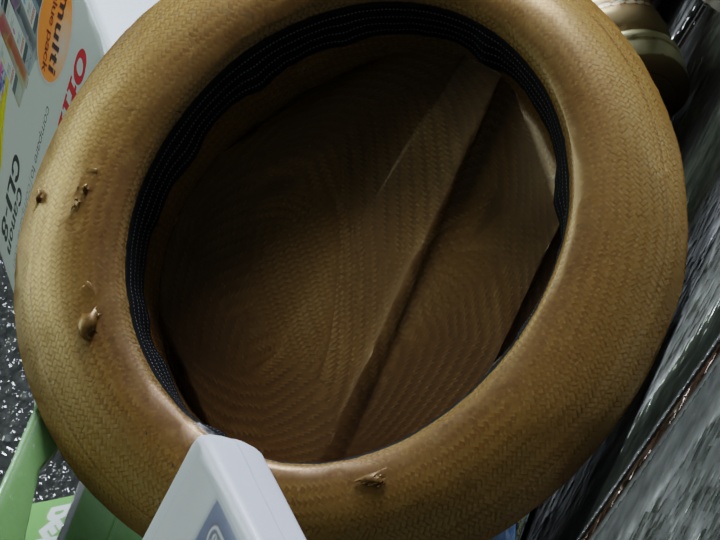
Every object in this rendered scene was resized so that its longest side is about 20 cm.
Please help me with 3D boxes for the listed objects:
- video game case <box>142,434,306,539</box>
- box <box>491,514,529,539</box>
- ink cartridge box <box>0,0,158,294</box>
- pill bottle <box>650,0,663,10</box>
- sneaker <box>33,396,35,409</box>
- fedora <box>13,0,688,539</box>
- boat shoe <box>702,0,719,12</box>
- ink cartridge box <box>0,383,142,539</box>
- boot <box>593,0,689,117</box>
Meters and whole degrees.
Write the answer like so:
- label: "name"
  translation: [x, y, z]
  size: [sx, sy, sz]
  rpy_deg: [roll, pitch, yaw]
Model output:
- label: "video game case"
  translation: [-0.045, 0.164, 0.609]
  size: [0.183, 0.023, 0.200]
  rpy_deg: [-61, 30, 17]
- label: "box"
  translation: [0.011, 0.099, 0.868]
  size: [0.137, 0.037, 0.200]
  rpy_deg: [-66, 4, -39]
- label: "ink cartridge box"
  translation: [-0.074, -0.080, 1.062]
  size: [0.201, 0.144, 0.146]
  rpy_deg: [-117, 37, -47]
- label: "pill bottle"
  translation: [0.064, -0.112, 1.087]
  size: [0.112, 0.112, 0.201]
  rpy_deg: [-72, 8, -71]
- label: "sneaker"
  translation: [-0.057, -0.012, 0.916]
  size: [0.200, 0.070, 0.108]
  rpy_deg: [-44, -15, 10]
- label: "fedora"
  translation: [0.000, 0.000, 0.757]
  size: [0.202, 0.199, 0.082]
  rpy_deg: [-64, -14, -14]
- label: "boat shoe"
  translation: [0.111, -0.135, 0.844]
  size: [0.071, 0.069, 0.200]
  rpy_deg: [-64, -1, 18]
- label: "ink cartridge box"
  translation: [-0.086, 0.135, 0.771]
  size: [0.104, 0.059, 0.201]
  rpy_deg: [-71, -35, -56]
- label: "boot"
  translation: [0.063, -0.120, 0.922]
  size: [0.200, 0.072, 0.157]
  rpy_deg: [77, -176, -87]
